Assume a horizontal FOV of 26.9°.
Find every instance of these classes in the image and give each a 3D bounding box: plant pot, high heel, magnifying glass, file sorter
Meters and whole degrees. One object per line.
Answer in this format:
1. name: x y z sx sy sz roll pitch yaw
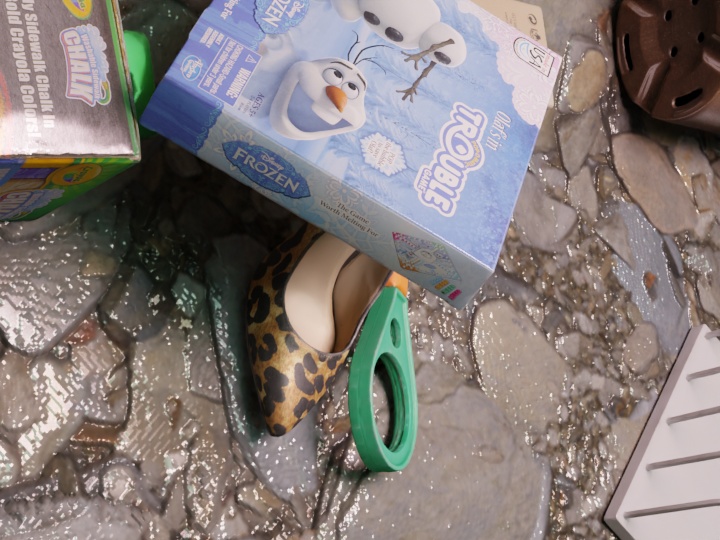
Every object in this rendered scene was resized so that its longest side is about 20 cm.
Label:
1. plant pot: 0.327 -0.188 1.213 0.197 0.200 0.201 4 75 -31
2. high heel: 0.000 0.000 0.911 0.071 0.142 0.201 30 60 -31
3. magnifying glass: 0.020 0.034 0.984 0.080 0.022 0.201 47 39 -54
4. file sorter: 0.301 0.148 1.128 0.139 0.124 0.200 47 54 -18

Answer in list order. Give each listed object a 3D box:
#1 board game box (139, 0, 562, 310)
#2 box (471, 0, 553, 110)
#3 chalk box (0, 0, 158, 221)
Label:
1. board game box: 0.005 -0.103 0.844 0.198 0.043 0.200 30 45 -8
2. box: 0.025 -0.144 1.008 0.199 0.095 0.078 6 72 -39
3. chalk box: -0.200 -0.098 0.791 0.199 0.124 0.125 -2 78 -41
